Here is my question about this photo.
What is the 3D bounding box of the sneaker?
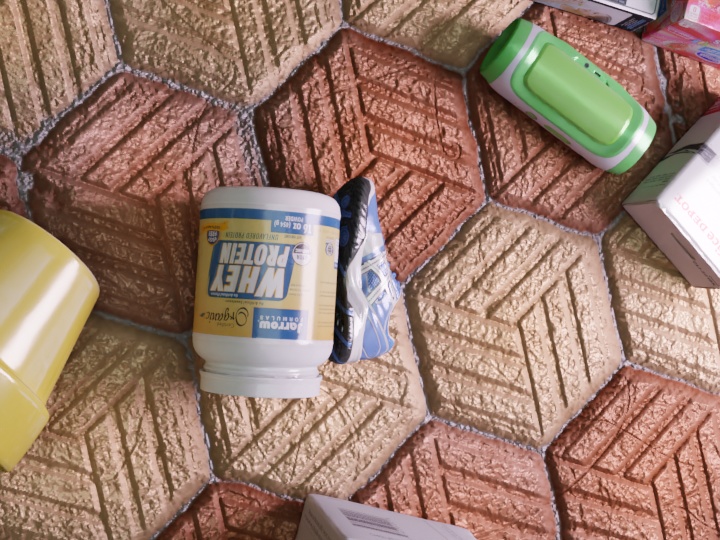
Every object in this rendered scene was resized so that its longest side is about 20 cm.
[{"bbox_3d":[0.000,0.000,1.060,0.077,0.075,0.202,5,88,-35],"label":"sneaker"}]

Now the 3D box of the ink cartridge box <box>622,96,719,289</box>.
[{"bbox_3d":[0.430,-0.096,1.147,0.200,0.084,0.144,-46,100,-11],"label":"ink cartridge box"}]

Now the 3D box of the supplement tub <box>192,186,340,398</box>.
[{"bbox_3d":[-0.095,0.022,0.989,0.143,0.145,0.202,3,88,-13],"label":"supplement tub"}]

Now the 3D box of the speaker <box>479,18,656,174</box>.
[{"bbox_3d":[0.234,-0.196,1.103,0.199,0.088,0.089,35,82,-10],"label":"speaker"}]

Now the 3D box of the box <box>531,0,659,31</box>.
[{"bbox_3d":[0.250,-0.362,1.121,0.198,0.060,0.118,14,86,-13],"label":"box"}]

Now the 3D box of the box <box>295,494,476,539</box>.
[{"bbox_3d":[0.039,0.327,0.980,0.198,0.199,0.132,16,86,-13],"label":"box"}]

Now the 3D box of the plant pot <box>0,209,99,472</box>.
[{"bbox_3d":[-0.353,0.054,0.915,0.200,0.201,0.190,37,65,-10],"label":"plant pot"}]

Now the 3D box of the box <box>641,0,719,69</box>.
[{"bbox_3d":[0.449,-0.294,1.147,0.198,0.103,0.095,16,85,-11],"label":"box"}]
